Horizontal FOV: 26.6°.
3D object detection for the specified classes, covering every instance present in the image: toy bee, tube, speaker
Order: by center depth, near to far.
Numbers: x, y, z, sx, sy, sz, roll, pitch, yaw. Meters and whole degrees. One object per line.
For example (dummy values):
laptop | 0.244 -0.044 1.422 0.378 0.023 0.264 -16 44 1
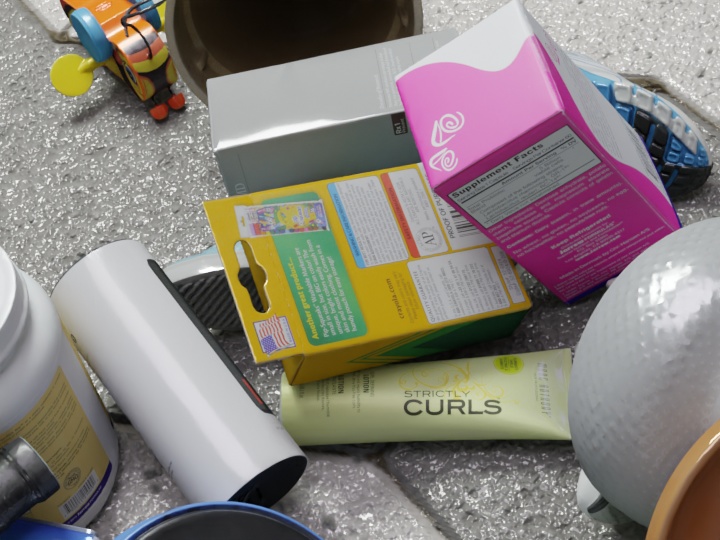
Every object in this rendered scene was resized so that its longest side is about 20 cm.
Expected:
speaker | -0.123 0.077 1.015 0.081 0.081 0.200 -34 68 -16
tube | 0.046 0.087 1.027 0.199 0.052 0.058 -3 89 4
toy bee | -0.196 -0.179 1.272 0.131 0.109 0.200 -23 25 3

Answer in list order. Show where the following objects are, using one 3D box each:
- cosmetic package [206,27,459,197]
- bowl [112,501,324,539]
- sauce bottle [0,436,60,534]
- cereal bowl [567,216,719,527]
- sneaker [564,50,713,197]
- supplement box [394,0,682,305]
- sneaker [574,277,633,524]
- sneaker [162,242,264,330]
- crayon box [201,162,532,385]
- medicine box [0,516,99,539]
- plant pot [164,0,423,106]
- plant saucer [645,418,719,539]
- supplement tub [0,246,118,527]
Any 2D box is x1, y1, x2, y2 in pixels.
cosmetic package | -0.010 -0.103 1.154 0.199 0.107 0.090 -15 49 2
bowl | -0.076 0.227 0.880 0.200 0.039 0.201 11 56 -17
sauce bottle | -0.264 0.172 0.876 0.200 0.065 0.065 -41 55 -20
cereal bowl | 0.227 0.074 0.894 0.200 0.201 0.083 -29 26 -12
sneaker | 0.186 -0.128 1.161 0.200 0.075 0.087 33 31 18
supplement box | 0.124 -0.074 1.023 0.103 0.200 0.101 -30 53 19
sneaker | 0.178 0.081 1.001 0.087 0.075 0.200 1 47 34
sneaker | -0.056 -0.014 1.117 0.199 0.074 0.082 -10 48 -11
crayon box | 0.000 0.000 1.032 0.199 0.052 0.126 -11 65 -21
medicine box | -0.260 0.252 0.919 0.182 0.103 0.200 8 53 17
plant pot | -0.054 -0.243 1.240 0.200 0.201 0.184 -9 38 4
plant saucer | 0.241 0.153 0.853 0.200 0.201 0.037 -29 21 -12
supplement tub | -0.250 0.083 0.990 0.145 0.200 0.146 -6 50 7
